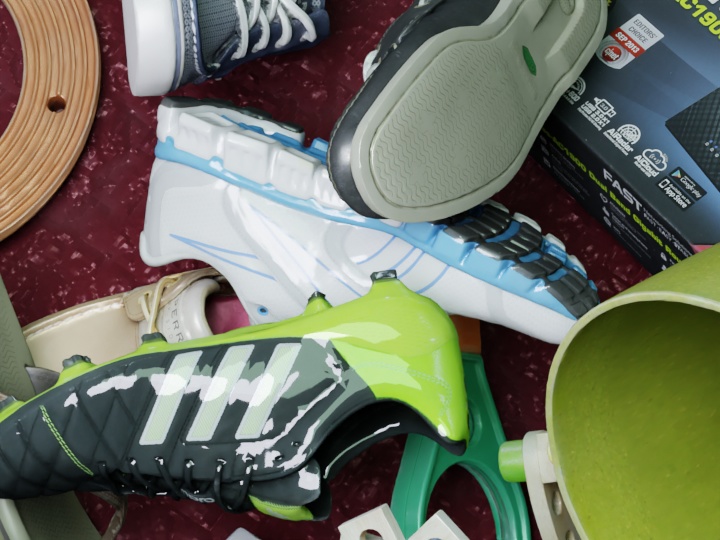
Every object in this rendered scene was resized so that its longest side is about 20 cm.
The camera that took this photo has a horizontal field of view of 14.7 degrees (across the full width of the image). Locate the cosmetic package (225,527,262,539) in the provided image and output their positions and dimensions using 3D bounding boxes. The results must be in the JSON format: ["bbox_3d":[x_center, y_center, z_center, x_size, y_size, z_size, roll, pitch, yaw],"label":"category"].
[{"bbox_3d":[-0.034,0.198,1.086,0.151,0.052,0.200,28,31,12],"label":"cosmetic package"}]

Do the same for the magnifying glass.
[{"bbox_3d":[0.040,0.056,1.177,0.022,0.080,0.200,-7,80,38],"label":"magnifying glass"}]

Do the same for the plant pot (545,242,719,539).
[{"bbox_3d":[0.204,0.043,1.053,0.187,0.187,0.200,44,55,16],"label":"plant pot"}]

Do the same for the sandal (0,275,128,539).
[{"bbox_3d":[-0.129,0.065,1.146,0.057,0.080,0.201,-18,100,12],"label":"sandal"}]

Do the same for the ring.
[{"bbox_3d":[-0.218,-0.087,1.276,0.200,0.019,0.201,0,67,0],"label":"ring"}]

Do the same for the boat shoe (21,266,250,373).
[{"bbox_3d":[-0.067,0.028,1.202,0.200,0.069,0.074,-11,69,-4],"label":"boat shoe"}]

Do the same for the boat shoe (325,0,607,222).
[{"bbox_3d":[0.035,-0.075,1.141,0.068,0.072,0.200,-6,26,33],"label":"boat shoe"}]

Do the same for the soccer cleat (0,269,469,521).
[{"bbox_3d":[-0.055,0.064,1.079,0.200,0.068,0.081,-17,70,3],"label":"soccer cleat"}]

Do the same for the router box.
[{"bbox_3d":[0.163,-0.075,1.223,0.150,0.062,0.200,-35,58,-14],"label":"router box"}]

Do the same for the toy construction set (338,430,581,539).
[{"bbox_3d":[0.076,0.118,1.116,0.092,0.200,0.131,-4,102,38],"label":"toy construction set"}]

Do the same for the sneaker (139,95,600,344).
[{"bbox_3d":[0.000,0.000,1.145,0.200,0.075,0.087,22,104,13],"label":"sneaker"}]

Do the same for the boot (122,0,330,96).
[{"bbox_3d":[-0.057,-0.118,1.200,0.090,0.200,0.073,-4,102,-3],"label":"boot"}]
